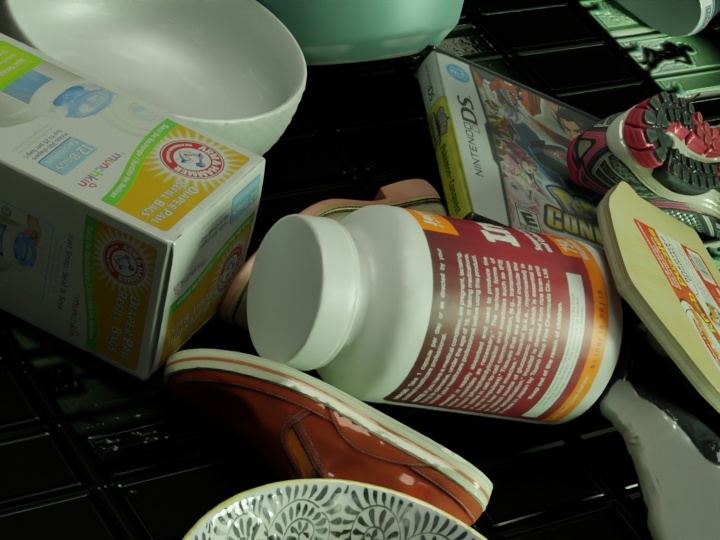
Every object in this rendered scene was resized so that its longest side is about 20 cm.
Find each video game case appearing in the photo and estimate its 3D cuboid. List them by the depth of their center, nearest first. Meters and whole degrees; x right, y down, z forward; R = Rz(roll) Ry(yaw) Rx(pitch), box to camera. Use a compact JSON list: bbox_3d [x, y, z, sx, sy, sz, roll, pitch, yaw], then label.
[{"bbox_3d":[0.135,-0.053,1.483,0.200,0.026,0.181,21,35,-25],"label":"video game case"}]

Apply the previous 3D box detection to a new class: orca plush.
[{"bbox_3d":[0.192,0.145,1.300,0.105,0.071,0.200,-46,59,-2],"label":"orca plush"}]

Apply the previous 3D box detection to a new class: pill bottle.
[{"bbox_3d":[0.042,0.024,1.290,0.200,0.113,0.113,9,38,-31],"label":"pill bottle"}]

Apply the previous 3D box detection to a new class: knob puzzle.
[{"bbox_3d":[0.193,0.032,1.360,0.220,0.030,0.220,45,21,-23],"label":"knob puzzle"}]

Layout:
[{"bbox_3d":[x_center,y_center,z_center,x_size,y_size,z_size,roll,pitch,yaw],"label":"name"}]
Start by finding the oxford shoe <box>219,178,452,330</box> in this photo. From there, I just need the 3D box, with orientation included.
[{"bbox_3d":[0.000,0.000,1.360,0.200,0.071,0.074,-25,60,-42],"label":"oxford shoe"}]

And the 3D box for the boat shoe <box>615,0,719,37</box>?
[{"bbox_3d":[0.208,-0.262,1.776,0.200,0.071,0.091,40,40,12],"label":"boat shoe"}]

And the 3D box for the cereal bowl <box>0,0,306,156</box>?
[{"bbox_3d":[-0.139,-0.120,1.422,0.200,0.083,0.200,15,34,-10],"label":"cereal bowl"}]

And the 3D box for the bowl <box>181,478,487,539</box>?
[{"bbox_3d":[-0.009,0.205,1.088,0.200,0.094,0.201,13,38,-11],"label":"bowl"}]

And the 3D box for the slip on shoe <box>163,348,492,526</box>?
[{"bbox_3d":[-0.026,0.099,1.234,0.200,0.074,0.061,26,74,16],"label":"slip on shoe"}]

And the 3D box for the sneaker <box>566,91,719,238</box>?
[{"bbox_3d":[0.216,-0.064,1.492,0.200,0.075,0.081,25,57,-45],"label":"sneaker"}]

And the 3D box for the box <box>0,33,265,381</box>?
[{"bbox_3d":[-0.170,-0.041,1.290,0.200,0.101,0.112,26,38,16],"label":"box"}]

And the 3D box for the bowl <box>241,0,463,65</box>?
[{"bbox_3d":[-0.009,-0.198,1.528,0.200,0.105,0.201,-5,10,1],"label":"bowl"}]
